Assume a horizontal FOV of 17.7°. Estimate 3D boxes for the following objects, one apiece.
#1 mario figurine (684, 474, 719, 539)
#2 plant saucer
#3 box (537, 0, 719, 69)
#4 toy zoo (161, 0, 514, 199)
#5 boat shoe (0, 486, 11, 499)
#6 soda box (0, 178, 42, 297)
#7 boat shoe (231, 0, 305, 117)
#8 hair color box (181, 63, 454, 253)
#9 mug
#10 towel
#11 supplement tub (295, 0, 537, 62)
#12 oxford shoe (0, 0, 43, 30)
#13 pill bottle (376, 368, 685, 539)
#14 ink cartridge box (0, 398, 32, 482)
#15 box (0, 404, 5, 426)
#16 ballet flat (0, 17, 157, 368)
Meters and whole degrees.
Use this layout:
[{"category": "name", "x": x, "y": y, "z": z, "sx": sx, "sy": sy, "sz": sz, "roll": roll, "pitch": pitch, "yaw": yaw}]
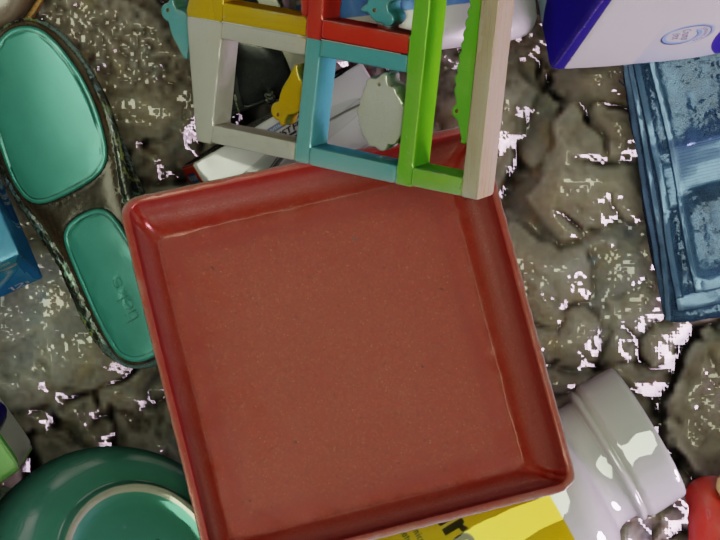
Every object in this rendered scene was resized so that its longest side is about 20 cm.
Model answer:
[{"category": "mario figurine", "x": 0.269, "y": 0.119, "z": 1.289, "sx": 0.123, "sy": 0.106, "sz": 0.200, "roll": 43, "pitch": 90, "yaw": -8}, {"category": "plant saucer", "x": -0.008, "y": 0.042, "z": 1.206, "sx": 0.199, "sy": 0.037, "sz": 0.201, "roll": -13, "pitch": 81, "yaw": -12}, {"category": "box", "x": 0.148, "y": -0.229, "z": 1.179, "sx": 0.104, "sy": 0.184, "sz": 0.201, "roll": -8, "pitch": 76, "yaw": -11}, {"category": "toy zoo", "x": -0.017, "y": -0.119, "z": 1.179, "sx": 0.199, "sy": 0.020, "sz": 0.132, "roll": 14, "pitch": 107, "yaw": 27}, {"category": "boat shoe", "x": -0.158, "y": 0.208, "z": 1.285, "sx": 0.071, "sy": 0.070, "sz": 0.201, "roll": -35, "pitch": 96, "yaw": 0}, {"category": "soda box", "x": -0.242, "y": -0.077, "z": 1.229, "sx": 0.067, "sy": 0.064, "sz": 0.201, "roll": -24, "pitch": 78, "yaw": -2}, {"category": "boat shoe", "x": -0.095, "y": -0.180, "z": 1.254, "sx": 0.067, "sy": 0.072, "sz": 0.201, "roll": -25, "pitch": 97, "yaw": 5}, {"category": "hair color box", "x": 0.000, "y": 0.000, "z": 1.274, "sx": 0.111, "sy": 0.064, "sz": 0.201, "roll": -31, "pitch": 97, "yaw": -10}, {"category": "mug", "x": -0.125, "y": 0.157, "z": 1.212, "sx": 0.151, "sy": 0.114, "sz": 0.186, "roll": 31, "pitch": 58, "yaw": -10}, {"category": "towel", "x": 0.207, "y": -0.078, "z": 1.294, "sx": 0.111, "sy": 0.049, "sz": 0.202, "roll": -10, "pitch": 95, "yaw": -3}, {"category": "supplement tub", "x": 0.020, "y": -0.216, "z": 1.228, "sx": 0.131, "sy": 0.132, "sz": 0.202, "roll": -8, "pitch": 97, "yaw": -3}, {"category": "oxford shoe", "x": -0.185, "y": -0.223, "z": 1.243, "sx": 0.071, "sy": 0.073, "sz": 0.202, "roll": 11, "pitch": 95, "yaw": -5}, {"category": "pill bottle", "x": 0.074, "y": 0.139, "z": 1.274, "sx": 0.199, "sy": 0.111, "sz": 0.112, "roll": -31, "pitch": 96, "yaw": -1}, {"category": "ink cartridge box", "x": -0.303, "y": 0.100, "z": 1.259, "sx": 0.199, "sy": 0.084, "sz": 0.146, "roll": -35, "pitch": 96, "yaw": 0}, {"category": "box", "x": -0.286, "y": 0.075, "z": 1.116, "sx": 0.199, "sy": 0.184, "sz": 0.105, "roll": 30, "pitch": 93, "yaw": -6}, {"category": "ballet flat", "x": -0.150, "y": -0.041, "z": 1.266, "sx": 0.074, "sy": 0.074, "sz": 0.201, "roll": -20, "pitch": 92, "yaw": -2}]
